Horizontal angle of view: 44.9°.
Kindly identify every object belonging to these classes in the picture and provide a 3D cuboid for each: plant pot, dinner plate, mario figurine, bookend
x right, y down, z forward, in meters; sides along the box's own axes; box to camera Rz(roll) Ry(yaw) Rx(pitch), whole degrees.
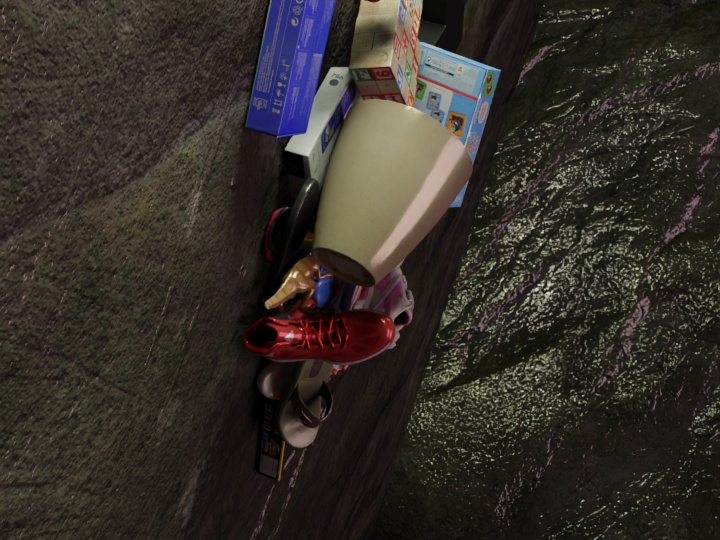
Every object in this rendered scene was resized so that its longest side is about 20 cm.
[{"bbox_3d":[0.022,-0.086,1.139,0.200,0.187,0.187,-62,164,-20],"label":"plant pot"},{"bbox_3d":[0.000,0.000,1.351,0.200,0.024,0.200,19,90,-87],"label":"dinner plate"},{"bbox_3d":[-0.085,0.031,1.286,0.106,0.123,0.200,-140,-130,-59],"label":"mario figurine"},{"bbox_3d":[0.094,-0.397,1.385,0.199,0.092,0.200,86,26,-54],"label":"bookend"}]

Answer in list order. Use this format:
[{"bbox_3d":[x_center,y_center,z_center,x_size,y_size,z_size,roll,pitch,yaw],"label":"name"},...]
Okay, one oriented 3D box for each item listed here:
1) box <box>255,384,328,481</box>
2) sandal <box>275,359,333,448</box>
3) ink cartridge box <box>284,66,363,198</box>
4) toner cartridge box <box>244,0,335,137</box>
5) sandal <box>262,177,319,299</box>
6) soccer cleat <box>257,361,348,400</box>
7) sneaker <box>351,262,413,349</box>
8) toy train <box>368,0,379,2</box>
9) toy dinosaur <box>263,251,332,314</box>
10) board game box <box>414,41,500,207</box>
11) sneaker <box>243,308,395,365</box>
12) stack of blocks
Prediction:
[{"bbox_3d":[-0.107,0.223,1.452,0.200,0.049,0.160,-53,155,-56],"label":"box"},{"bbox_3d":[-0.073,0.190,1.283,0.080,0.057,0.201,-14,132,-37],"label":"sandal"},{"bbox_3d":[-0.044,-0.198,1.185,0.099,0.039,0.200,88,25,-55],"label":"ink cartridge box"},{"bbox_3d":[-0.073,-0.253,0.975,0.095,0.043,0.200,-36,142,-71],"label":"toner cartridge box"},{"bbox_3d":[-0.104,-0.042,1.148,0.075,0.045,0.200,-49,168,-49],"label":"sandal"},{"bbox_3d":[-0.099,0.150,1.358,0.200,0.078,0.069,-17,119,-51],"label":"soccer cleat"},{"bbox_3d":[0.040,0.046,1.320,0.081,0.088,0.200,105,5,-54],"label":"sneaker"},{"bbox_3d":[0.035,-0.394,1.076,0.200,0.085,0.116,-22,118,-46],"label":"toy train"},{"bbox_3d":[-0.091,0.021,1.166,0.200,0.060,0.106,-49,154,-43],"label":"toy dinosaur"},{"bbox_3d":[0.109,-0.211,1.255,0.037,0.151,0.200,-5,119,-44],"label":"board game box"},{"bbox_3d":[-0.060,0.092,1.159,0.116,0.200,0.078,14,66,-73],"label":"sneaker"},{"bbox_3d":[0.042,-0.325,1.196,0.115,0.059,0.200,53,42,-60],"label":"stack of blocks"}]
